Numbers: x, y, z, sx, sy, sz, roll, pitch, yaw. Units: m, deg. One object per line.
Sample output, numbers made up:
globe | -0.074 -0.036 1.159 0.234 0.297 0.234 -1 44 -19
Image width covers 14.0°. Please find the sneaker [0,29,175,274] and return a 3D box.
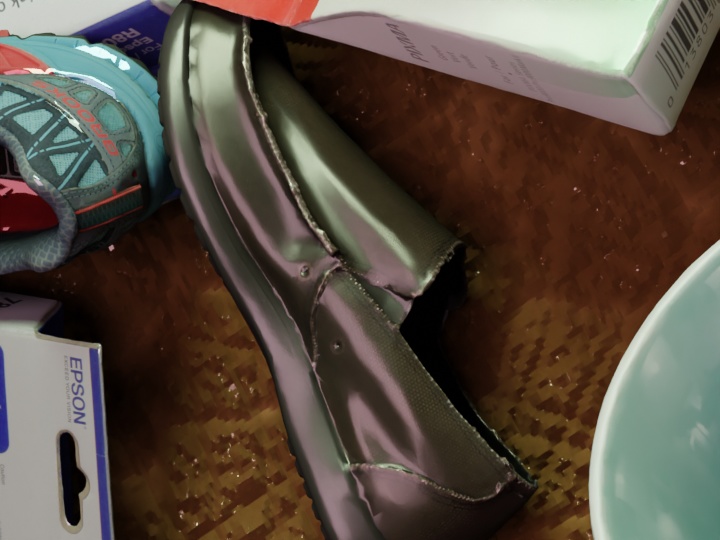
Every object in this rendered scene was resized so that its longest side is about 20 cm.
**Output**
sneaker | -0.161 -0.034 0.936 0.199 0.096 0.079 -2 116 19

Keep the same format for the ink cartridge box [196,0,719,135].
ink cartridge box | 0.032 -0.140 0.863 0.200 0.050 0.161 19 76 27

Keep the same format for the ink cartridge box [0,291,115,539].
ink cartridge box | -0.155 0.054 0.988 0.200 0.039 0.100 9 109 30

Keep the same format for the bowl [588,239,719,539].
bowl | 0.168 0.069 0.753 0.200 0.105 0.201 -13 45 14

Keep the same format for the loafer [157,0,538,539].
loafer | 0.000 0.000 0.903 0.071 0.073 0.200 -25 83 14

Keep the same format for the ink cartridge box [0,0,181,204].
ink cartridge box | -0.151 -0.096 1.000 0.196 0.043 0.200 -22 77 27
